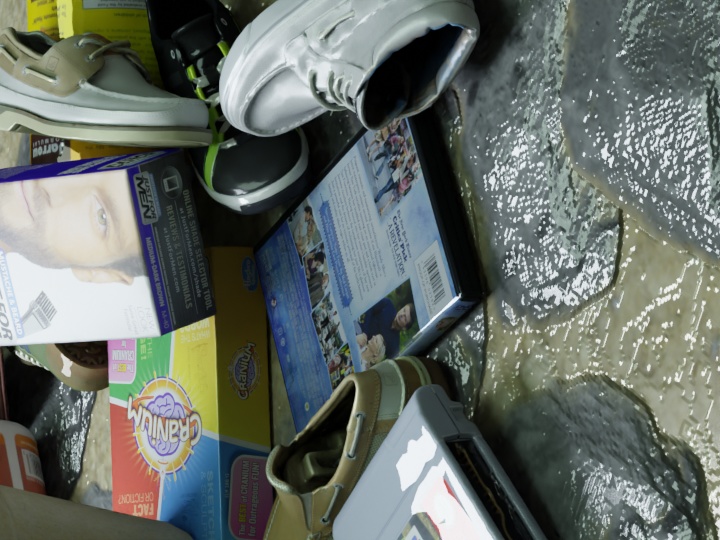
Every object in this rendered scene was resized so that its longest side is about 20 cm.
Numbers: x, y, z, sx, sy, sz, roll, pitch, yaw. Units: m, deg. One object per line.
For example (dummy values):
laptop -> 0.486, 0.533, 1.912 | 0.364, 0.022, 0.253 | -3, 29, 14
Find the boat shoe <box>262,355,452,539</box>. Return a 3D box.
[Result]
boat shoe -> -0.024, 0.118, 1.462 | 0.200, 0.076, 0.072 | -60, 42, 37

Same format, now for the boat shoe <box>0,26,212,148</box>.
boat shoe -> -0.170, -0.114, 1.556 | 0.200, 0.075, 0.069 | 10, 93, 40

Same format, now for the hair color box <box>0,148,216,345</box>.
hair color box -> -0.195, -0.012, 1.595 | 0.200, 0.065, 0.109 | -5, 101, 35

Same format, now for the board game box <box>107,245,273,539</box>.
board game box -> -0.113, 0.092, 1.637 | 0.153, 0.040, 0.200 | -13, 77, 56

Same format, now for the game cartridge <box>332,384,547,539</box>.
game cartridge -> 0.055, 0.179, 1.356 | 0.200, 0.041, 0.133 | 58, 139, 33

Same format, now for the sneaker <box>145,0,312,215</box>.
sneaker -> -0.096, -0.117, 1.560 | 0.072, 0.083, 0.200 | -32, 49, 1

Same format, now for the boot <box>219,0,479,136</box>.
boot -> -0.010, -0.116, 1.427 | 0.200, 0.073, 0.096 | -42, 42, 36

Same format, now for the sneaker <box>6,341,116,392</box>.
sneaker -> -0.218, 0.039, 1.786 | 0.200, 0.067, 0.090 | 61, 141, 45

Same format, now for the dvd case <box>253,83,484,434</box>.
dvd case -> 0.000, 0.000, 1.485 | 0.200, 0.018, 0.143 | -46, 51, 48

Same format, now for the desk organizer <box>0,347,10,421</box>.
desk organizer -> -0.305, 0.065, 1.836 | 0.200, 0.077, 0.072 | 99, 157, -60

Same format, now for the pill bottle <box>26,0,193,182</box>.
pill bottle -> -0.168, -0.112, 1.669 | 0.109, 0.109, 0.200 | -12, 79, 57

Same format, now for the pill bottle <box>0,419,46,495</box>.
pill bottle -> -0.276, 0.219, 1.819 | 0.112, 0.112, 0.200 | -43, 53, 48

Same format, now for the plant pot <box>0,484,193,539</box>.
plant pot -> -0.201, 0.219, 1.551 | 0.200, 0.183, 0.201 | -19, 67, 54
